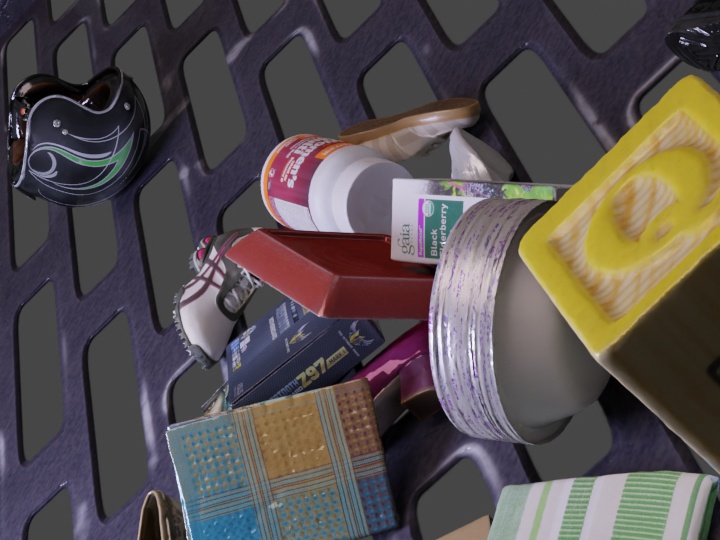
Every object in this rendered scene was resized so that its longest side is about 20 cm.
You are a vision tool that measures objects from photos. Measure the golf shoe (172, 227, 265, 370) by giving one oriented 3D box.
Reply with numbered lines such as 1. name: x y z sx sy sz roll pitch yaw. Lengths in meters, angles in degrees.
1. golf shoe: -0.158 0.023 2.112 0.088 0.077 0.201 -23 37 28

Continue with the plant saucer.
1. plant saucer: 0.000 0.000 1.763 0.199 0.198 0.037 30 114 54

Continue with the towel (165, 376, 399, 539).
1. towel: -0.072 0.190 1.689 0.198 0.022 0.148 -15 75 9

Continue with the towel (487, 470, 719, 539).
1. towel: 0.175 0.224 1.412 0.199 0.023 0.154 -12 45 40

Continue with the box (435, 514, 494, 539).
1. box: 0.033 0.303 1.508 0.199 0.021 0.164 -28 34 16

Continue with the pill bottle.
1. pill bottle: -0.022 -0.085 2.006 0.110 0.109 0.200 -54 28 -9

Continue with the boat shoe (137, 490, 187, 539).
1. boat shoe: -0.208 0.315 1.835 0.073 0.063 0.201 -29 37 32

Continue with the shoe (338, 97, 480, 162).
1. shoe: 0.060 -0.149 2.037 0.199 0.054 0.070 -10 15 45

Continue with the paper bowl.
1. paper bowl: 0.145 0.042 1.517 0.103 0.201 0.202 4 56 32

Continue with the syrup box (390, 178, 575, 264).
1. syrup box: 0.124 -0.043 1.704 0.199 0.081 0.080 6 96 43

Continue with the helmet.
1. helmet: -0.390 -0.189 2.584 0.200 0.189 0.202 -178 90 -68

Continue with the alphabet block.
1. alphabet block: 0.270 0.011 1.368 0.196 0.200 0.196 -46 28 8

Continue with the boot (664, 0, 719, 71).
1. boot: 0.377 -0.264 1.674 0.159 0.079 0.211 -56 28 -11

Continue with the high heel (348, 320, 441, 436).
1. high heel: 0.001 0.121 1.754 0.198 0.068 0.097 -23 40 20

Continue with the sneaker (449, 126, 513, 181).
1. sneaker: 0.112 -0.069 1.842 0.089 0.075 0.201 -52 27 20

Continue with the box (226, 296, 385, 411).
1. box: -0.058 0.072 1.814 0.157 0.051 0.200 -38 15 5

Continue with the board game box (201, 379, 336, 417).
1. board game box: -0.081 0.113 1.936 0.200 0.028 0.135 -46 28 7
